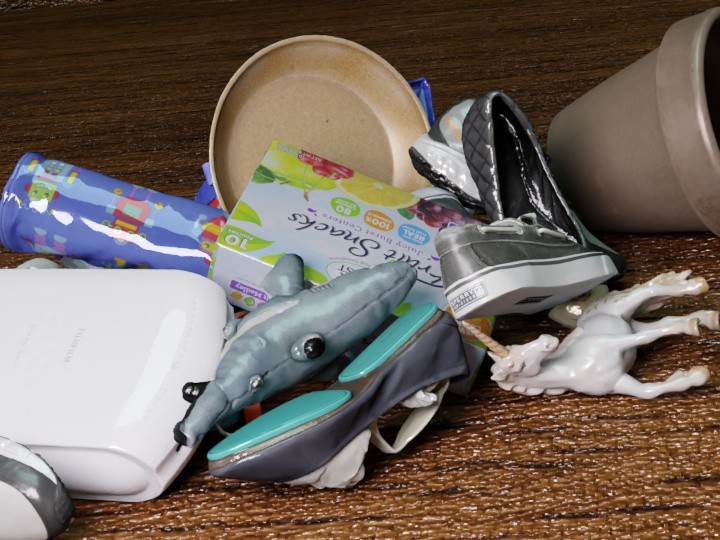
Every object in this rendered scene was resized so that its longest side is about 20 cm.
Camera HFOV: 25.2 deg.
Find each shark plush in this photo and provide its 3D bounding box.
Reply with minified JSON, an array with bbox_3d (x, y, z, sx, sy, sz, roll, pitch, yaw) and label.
[{"bbox_3d":[-0.050,0.042,1.017,0.083,0.091,0.200,-11,7,44],"label":"shark plush"}]

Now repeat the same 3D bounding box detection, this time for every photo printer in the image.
[{"bbox_3d":[-0.185,0.073,1.063,0.199,0.070,0.167,1,46,20],"label":"photo printer"}]

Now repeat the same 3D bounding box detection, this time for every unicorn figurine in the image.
[{"bbox_3d":[0.170,0.050,1.108,0.137,0.074,0.200,-9,1,22],"label":"unicorn figurine"}]

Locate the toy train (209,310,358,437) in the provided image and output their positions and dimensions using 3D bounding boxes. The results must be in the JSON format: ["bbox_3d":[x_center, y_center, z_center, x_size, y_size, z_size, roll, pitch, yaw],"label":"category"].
[{"bbox_3d":[-0.057,0.063,1.150,0.150,0.056,0.200,4,21,31],"label":"toy train"}]

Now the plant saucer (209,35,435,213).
[{"bbox_3d":[-0.034,-0.088,1.303,0.200,0.201,0.035,-16,2,-27],"label":"plant saucer"}]

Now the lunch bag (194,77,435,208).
[{"bbox_3d":[-0.045,-0.087,1.405,0.200,0.094,0.151,-8,-18,-30],"label":"lunch bag"}]

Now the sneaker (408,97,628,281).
[{"bbox_3d":[0.137,-0.061,1.294,0.079,0.200,0.074,-52,1,-5],"label":"sneaker"}]

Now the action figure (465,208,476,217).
[{"bbox_3d":[0.074,-0.008,1.333,0.118,0.055,0.200,-3,22,1],"label":"action figure"}]

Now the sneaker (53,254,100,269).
[{"bbox_3d":[-0.203,-0.031,1.391,0.087,0.074,0.200,37,15,0],"label":"sneaker"}]

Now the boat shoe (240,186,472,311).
[{"bbox_3d":[0.000,0.000,1.250,0.200,0.069,0.057,-31,35,-10],"label":"boat shoe"}]

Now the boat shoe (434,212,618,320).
[{"bbox_3d":[0.116,-0.009,1.113,0.071,0.064,0.200,-28,-13,28],"label":"boat shoe"}]

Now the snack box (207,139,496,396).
[{"bbox_3d":[0.004,-0.005,1.161,0.200,0.053,0.142,21,40,1],"label":"snack box"}]

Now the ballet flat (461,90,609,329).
[{"bbox_3d":[0.130,-0.043,1.226,0.066,0.200,0.057,-24,-14,-10],"label":"ballet flat"}]

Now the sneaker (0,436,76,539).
[{"bbox_3d":[-0.260,0.147,0.971,0.200,0.074,0.080,-2,33,28],"label":"sneaker"}]

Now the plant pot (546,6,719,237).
[{"bbox_3d":[0.262,-0.105,1.395,0.174,0.201,0.200,-17,9,35],"label":"plant pot"}]

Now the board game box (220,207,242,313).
[{"bbox_3d":[-0.123,0.012,1.300,0.105,0.024,0.200,6,36,31],"label":"board game box"}]

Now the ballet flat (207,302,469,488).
[{"bbox_3d":[-0.004,0.093,1.006,0.200,0.073,0.073,-33,30,-33],"label":"ballet flat"}]

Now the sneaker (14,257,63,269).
[{"bbox_3d":[-0.237,0.027,1.252,0.073,0.085,0.200,30,18,-18],"label":"sneaker"}]

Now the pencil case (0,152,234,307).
[{"bbox_3d":[-0.173,-0.026,1.225,0.200,0.078,0.087,18,-20,3],"label":"pencil case"}]
